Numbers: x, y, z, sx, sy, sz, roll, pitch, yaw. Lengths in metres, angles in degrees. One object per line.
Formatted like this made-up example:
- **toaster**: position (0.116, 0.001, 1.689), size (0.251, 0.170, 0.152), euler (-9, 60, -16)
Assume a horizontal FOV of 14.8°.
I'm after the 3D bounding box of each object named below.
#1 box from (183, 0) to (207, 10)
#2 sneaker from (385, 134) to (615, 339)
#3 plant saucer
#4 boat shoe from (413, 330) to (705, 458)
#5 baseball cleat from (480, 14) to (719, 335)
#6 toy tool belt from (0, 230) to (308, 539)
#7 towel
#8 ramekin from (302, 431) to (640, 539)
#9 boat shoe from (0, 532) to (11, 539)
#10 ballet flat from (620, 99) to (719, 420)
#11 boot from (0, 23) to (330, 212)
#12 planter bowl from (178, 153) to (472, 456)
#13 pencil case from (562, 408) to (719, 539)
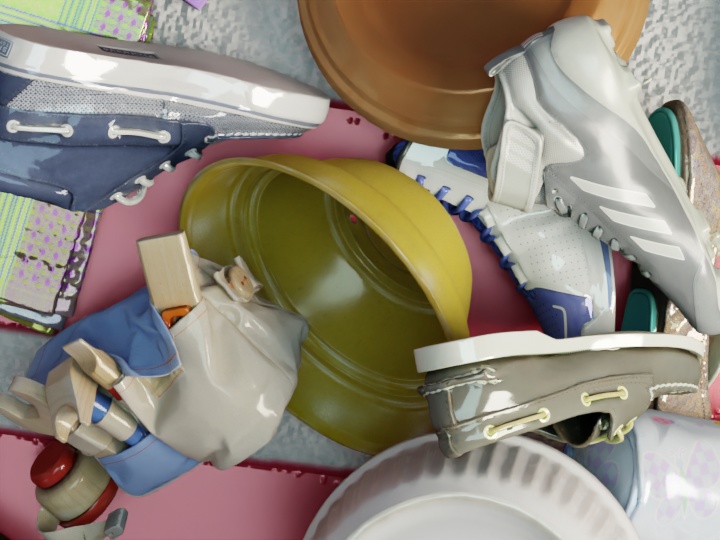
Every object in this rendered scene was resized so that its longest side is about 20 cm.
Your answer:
- **box**: position (-0.043, -0.231, 1.505), size (0.039, 0.137, 0.200), euler (37, 92, -7)
- **sneaker**: position (0.076, -0.042, 1.567), size (0.115, 0.081, 0.200), euler (-12, 89, 1)
- **plant saucer**: position (0.061, -0.167, 1.531), size (0.199, 0.037, 0.201), euler (-2, 74, 6)
- **boat shoe**: position (0.109, 0.065, 1.459), size (0.201, 0.072, 0.061), euler (0, 79, -43)
- **baseball cleat**: position (0.129, -0.039, 1.498), size (0.106, 0.070, 0.201), euler (-26, 107, 4)
- **toy tool belt**: position (-0.134, 0.057, 1.521), size (0.200, 0.125, 0.123), euler (-32, 118, 29)
- **towel**: position (-0.208, -0.076, 1.567), size (0.143, 0.023, 0.201), euler (16, 94, -4)
- **ramekin**: position (0.056, 0.187, 1.445), size (0.199, 0.105, 0.201), euler (0, 94, 6)
- **boat shoe**: position (-0.199, 0.198, 1.572), size (0.200, 0.072, 0.065), euler (35, 91, -12)
- **ballet flat**: position (0.186, 0.002, 1.587), size (0.067, 0.068, 0.201), euler (3, 101, -23)
- **boot**: position (-0.119, -0.077, 1.539), size (0.199, 0.073, 0.091), euler (9, 105, -21)
- **planter bowl**: position (0.000, 0.000, 1.534), size (0.201, 0.200, 0.083), euler (51, 57, -7)
- **pencil case**: position (0.211, 0.133, 1.556), size (0.199, 0.083, 0.091), euler (10, 101, -25)
